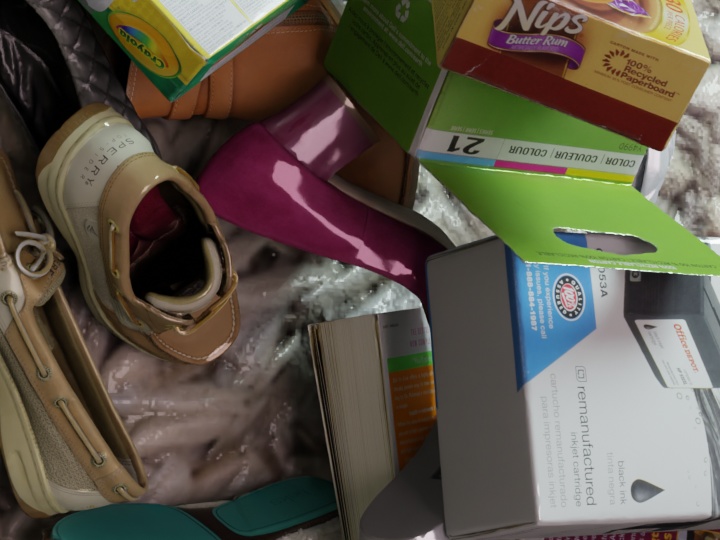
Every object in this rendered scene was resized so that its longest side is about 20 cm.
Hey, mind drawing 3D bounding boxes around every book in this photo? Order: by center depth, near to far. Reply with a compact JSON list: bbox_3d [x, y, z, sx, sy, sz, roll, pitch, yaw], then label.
[{"bbox_3d":[0.043,0.120,1.305,0.133,0.048,0.201,-5,86,-54],"label":"book"}]

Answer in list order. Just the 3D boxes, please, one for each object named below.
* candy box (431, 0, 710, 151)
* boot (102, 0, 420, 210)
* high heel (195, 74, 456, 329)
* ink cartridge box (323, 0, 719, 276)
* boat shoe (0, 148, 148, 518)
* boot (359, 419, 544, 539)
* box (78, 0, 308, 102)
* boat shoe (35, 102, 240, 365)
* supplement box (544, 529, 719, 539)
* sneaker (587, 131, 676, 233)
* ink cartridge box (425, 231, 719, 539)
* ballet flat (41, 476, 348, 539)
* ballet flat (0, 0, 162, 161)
[{"bbox_3d":[0.095,-0.143,1.145,0.116,0.200,0.057,20,120,-12],"label":"candy box"},{"bbox_3d":[-0.056,-0.096,1.243,0.154,0.074,0.201,-18,101,-28],"label":"boot"},{"bbox_3d":[0.000,0.000,1.234,0.096,0.067,0.200,-37,106,0],"label":"high heel"},{"bbox_3d":[0.096,-0.079,1.173,0.147,0.200,0.076,4,118,-35],"label":"ink cartridge box"},{"bbox_3d":[-0.157,0.026,1.166,0.063,0.073,0.202,-9,107,10],"label":"boat shoe"},{"bbox_3d":[0.071,0.129,1.263,0.200,0.073,0.096,-40,125,-41],"label":"boot"},{"bbox_3d":[-0.116,-0.189,1.149,0.200,0.048,0.117,49,50,0],"label":"box"},{"bbox_3d":[-0.099,-0.001,1.176,0.074,0.066,0.200,-47,148,-11],"label":"boat shoe"},{"bbox_3d":[0.203,0.122,1.347,0.103,0.199,0.132,10,90,-57],"label":"supplement box"},{"bbox_3d":[0.118,-0.120,1.356,0.113,0.075,0.201,6,85,-34],"label":"sneaker"},{"bbox_3d":[0.141,0.059,1.204,0.199,0.084,0.146,1,78,-32],"label":"ink cartridge box"},{"bbox_3d":[-0.080,0.156,1.241,0.199,0.072,0.072,-5,97,-42],"label":"ballet flat"},{"bbox_3d":[-0.161,-0.098,1.163,0.200,0.066,0.057,56,43,-27],"label":"ballet flat"}]
